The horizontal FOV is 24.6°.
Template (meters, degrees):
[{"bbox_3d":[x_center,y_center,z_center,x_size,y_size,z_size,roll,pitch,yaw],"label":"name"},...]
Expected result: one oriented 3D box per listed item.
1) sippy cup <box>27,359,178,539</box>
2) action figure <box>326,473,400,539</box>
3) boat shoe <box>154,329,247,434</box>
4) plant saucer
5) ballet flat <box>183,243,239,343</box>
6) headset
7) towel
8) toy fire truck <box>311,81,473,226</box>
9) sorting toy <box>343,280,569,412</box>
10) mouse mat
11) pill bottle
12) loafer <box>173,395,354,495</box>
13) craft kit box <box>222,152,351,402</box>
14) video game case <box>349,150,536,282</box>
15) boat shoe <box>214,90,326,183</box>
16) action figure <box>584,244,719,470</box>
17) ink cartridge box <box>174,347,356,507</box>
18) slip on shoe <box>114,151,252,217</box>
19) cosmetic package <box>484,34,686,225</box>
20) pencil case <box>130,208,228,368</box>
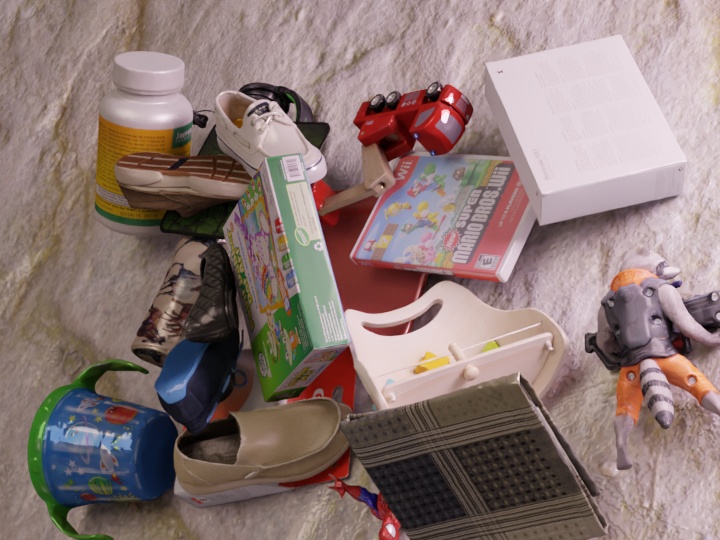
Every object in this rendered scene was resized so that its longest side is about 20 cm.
[{"bbox_3d":[-0.272,0.197,1.802,0.129,0.179,0.140,3,19,26],"label":"sippy cup"},{"bbox_3d":[0.027,0.167,1.616,0.065,0.099,0.201,-11,58,31],"label":"action figure"},{"bbox_3d":[-0.168,0.113,1.722,0.084,0.069,0.200,-22,14,22],"label":"boat shoe"},{"bbox_3d":[0.000,0.000,1.781,0.198,0.037,0.201,-4,55,35],"label":"plant saucer"},{"bbox_3d":[-0.161,0.019,1.751,0.056,0.067,0.200,-12,20,-1],"label":"ballet flat"},{"bbox_3d":[-0.144,-0.174,1.974,0.199,0.094,0.124,16,71,48],"label":"headset"},{"bbox_3d":[0.105,0.181,1.485,0.199,0.193,0.035,-16,27,30],"label":"towel"},{"bbox_3d":[0.021,-0.123,1.778,0.199,0.049,0.142,-5,52,48],"label":"toy fire truck"},{"bbox_3d":[0.071,0.079,1.603,0.199,0.107,0.180,-16,42,-19],"label":"sorting toy"},{"bbox_3d":[-0.133,-0.104,1.867,0.199,0.008,0.162,7,63,43],"label":"mouse mat"},{"bbox_3d":[-0.257,-0.152,1.964,0.113,0.112,0.201,31,122,45],"label":"pill bottle"},{"bbox_3d":[-0.102,0.176,1.681,0.199,0.068,0.076,-19,55,8],"label":"loafer"},{"bbox_3d":[-0.078,0.011,1.668,0.048,0.198,0.201,-10,74,-18],"label":"craft kit box"},{"bbox_3d":[0.095,-0.059,1.718,0.199,0.017,0.144,7,61,41],"label":"video game case"},{"bbox_3d":[-0.105,-0.150,1.807,0.071,0.070,0.200,-24,32,-20],"label":"boat shoe"},{"bbox_3d":[0.286,0.061,1.491,0.199,0.104,0.195,-26,58,23],"label":"action figure"},{"bbox_3d":[-0.101,0.157,1.749,0.199,0.050,0.163,-17,53,31],"label":"ink cartridge box"},{"bbox_3d":[-0.189,-0.091,1.859,0.199,0.061,0.076,6,27,26],"label":"slip on shoe"},{"bbox_3d":[0.223,-0.145,1.668,0.150,0.052,0.201,-11,48,-7],"label":"cosmetic package"},{"bbox_3d":[-0.190,0.025,1.876,0.089,0.077,0.201,-27,37,59],"label":"pencil case"}]
